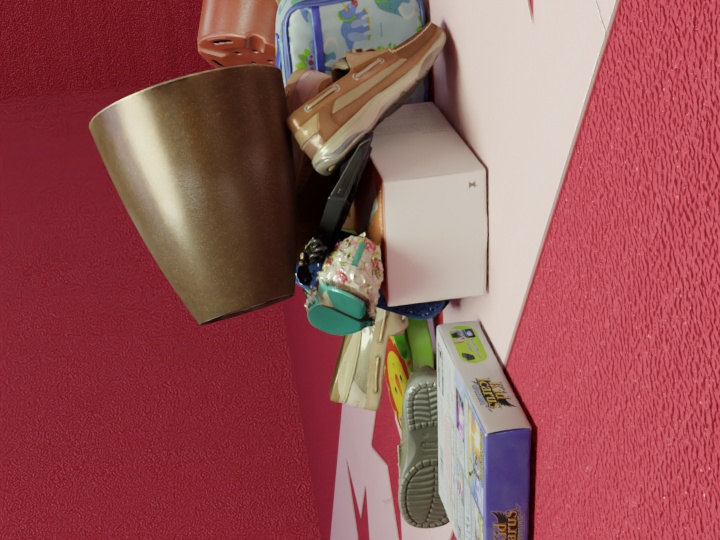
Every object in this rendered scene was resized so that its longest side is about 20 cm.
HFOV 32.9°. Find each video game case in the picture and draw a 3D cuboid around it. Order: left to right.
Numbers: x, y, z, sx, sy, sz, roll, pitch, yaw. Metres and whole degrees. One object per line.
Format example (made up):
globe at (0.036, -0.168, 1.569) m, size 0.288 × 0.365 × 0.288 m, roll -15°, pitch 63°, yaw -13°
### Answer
video game case at (0.112, 0.179, 1.134) m, size 0.182 × 0.045 × 0.203 m, roll -109°, pitch 14°, yaw -61°

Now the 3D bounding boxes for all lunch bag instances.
lunch bag at (-0.010, -0.194, 1.265) m, size 0.083 × 0.158 × 0.203 m, roll -117°, pitch 22°, yaw -63°

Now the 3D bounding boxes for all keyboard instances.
keyboard at (-0.026, -0.043, 1.134) m, size 0.128 × 0.020 × 0.200 m, roll -61°, pitch -2°, yaw -17°

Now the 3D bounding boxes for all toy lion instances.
toy lion at (0.055, 0.106, 1.446) m, size 0.201 × 0.068 × 0.194 m, roll 99°, pitch 156°, yaw -61°

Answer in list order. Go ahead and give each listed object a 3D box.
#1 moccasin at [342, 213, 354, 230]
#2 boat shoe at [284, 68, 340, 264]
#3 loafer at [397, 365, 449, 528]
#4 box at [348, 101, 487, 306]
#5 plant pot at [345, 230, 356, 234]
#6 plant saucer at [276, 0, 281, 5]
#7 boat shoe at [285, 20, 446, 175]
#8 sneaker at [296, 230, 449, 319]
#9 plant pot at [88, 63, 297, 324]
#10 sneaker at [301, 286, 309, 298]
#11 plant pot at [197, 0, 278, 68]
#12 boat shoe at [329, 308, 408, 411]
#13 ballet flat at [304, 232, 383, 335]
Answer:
moccasin at (-0.048, -0.111, 1.364) m, size 0.200 × 0.074 × 0.078 m, roll 36°, pitch 146°, yaw 20°
boat shoe at (-0.063, -0.103, 1.212) m, size 0.069 × 0.073 × 0.203 m, roll 31°, pitch 113°, yaw 36°
loafer at (0.078, 0.192, 1.341) m, size 0.070 × 0.074 × 0.203 m, roll -88°, pitch 0°, yaw -64°
box at (0.050, -0.069, 1.177) m, size 0.200 × 0.096 × 0.126 m, roll -114°, pitch 19°, yaw -63°
plant pot at (-0.053, -0.111, 1.488) m, size 0.187 × 0.197 × 0.190 m, roll 173°, pitch 90°, yaw -83°
plant saucer at (-0.036, -0.360, 1.429) m, size 0.199 × 0.035 × 0.204 m, roll 7°, pitch -99°, yaw -55°
boat shoe at (0.007, -0.175, 1.127) m, size 0.072 × 0.200 × 0.076 m, roll 42°, pitch 149°, yaw 1°
sneaker at (0.000, 0.000, 1.277) m, size 0.078 × 0.198 × 0.071 m, roll -24°, pitch -44°, yaw -79°
plant pot at (-0.132, -0.060, 1.121) m, size 0.187 × 0.184 × 0.203 m, roll 148°, pitch 105°, yaw -81°
sneaker at (-0.035, -0.001, 1.414) m, size 0.083 × 0.070 × 0.200 m, roll -60°, pitch -15°, yaw -8°
plant pot at (-0.115, -0.353, 1.533) m, size 0.201 × 0.198 × 0.198 m, roll 124°, pitch 159°, yaw -77°
boat shoe at (0.020, 0.053, 1.347) m, size 0.072 × 0.064 × 0.203 m, roll 134°, pitch 151°, yaw -85°
ballet flat at (-0.008, 0.015, 1.150) m, size 0.200 × 0.075 × 0.065 m, roll 128°, pitch 163°, yaw -74°
